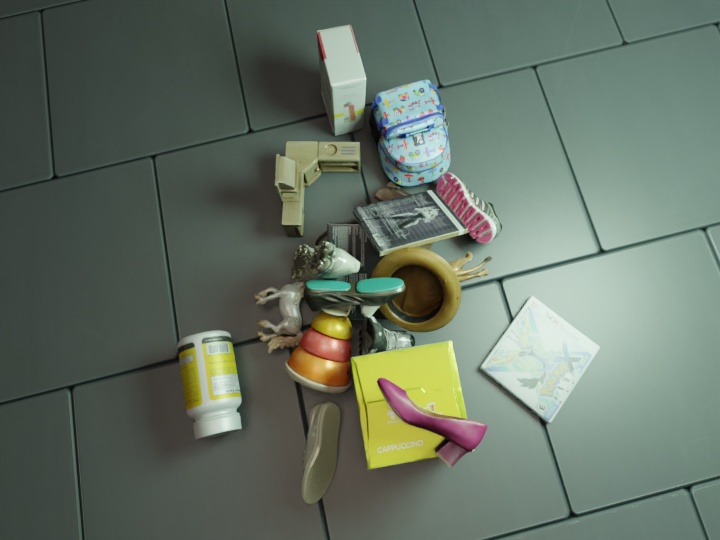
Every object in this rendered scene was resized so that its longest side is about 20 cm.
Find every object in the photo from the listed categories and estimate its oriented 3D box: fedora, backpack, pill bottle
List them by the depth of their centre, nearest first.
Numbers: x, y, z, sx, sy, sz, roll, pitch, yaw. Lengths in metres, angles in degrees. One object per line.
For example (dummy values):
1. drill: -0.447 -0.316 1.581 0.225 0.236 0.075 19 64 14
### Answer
1. fedora: 0.115 0.028 1.087 0.197 0.203 0.082 22 37 8
2. pill bottle: -0.310 0.237 1.123 0.112 0.115 0.204 -13 74 -2
3. backpack: 0.121 -0.307 1.249 0.179 0.135 0.204 -13 73 -3

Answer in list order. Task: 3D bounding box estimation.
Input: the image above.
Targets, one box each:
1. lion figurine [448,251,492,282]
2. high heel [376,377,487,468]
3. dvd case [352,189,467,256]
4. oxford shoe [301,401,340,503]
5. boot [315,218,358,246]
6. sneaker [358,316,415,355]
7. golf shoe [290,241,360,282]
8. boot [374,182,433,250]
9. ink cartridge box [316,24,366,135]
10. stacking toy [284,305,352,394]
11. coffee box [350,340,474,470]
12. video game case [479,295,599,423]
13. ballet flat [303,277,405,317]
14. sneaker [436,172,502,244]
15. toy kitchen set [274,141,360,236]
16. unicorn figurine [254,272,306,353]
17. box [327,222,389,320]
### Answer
1. lion figurine: 0.174 0.006 1.153 0.121 0.199 0.074 -15 84 -36
2. high heel: 0.121 0.235 0.928 0.200 0.067 0.096 45 91 -3
3. dvd case: 0.100 -0.102 1.114 0.196 0.016 0.150 -15 45 -17
4. oxford shoe: -0.087 0.370 1.112 0.057 0.074 0.205 2 79 45
5. boot: 0.006 -0.052 1.222 0.197 0.068 0.133 -23 81 -3
6. sneaker: 0.060 0.137 1.100 0.113 0.200 0.077 2 79 -6
7. golf shoe: -0.075 -0.006 1.092 0.096 0.199 0.080 17 82 -28
8. boot: 0.098 -0.118 1.191 0.164 0.073 0.200 30 33 10
9. ink cartridge box: -0.043 -0.435 1.258 0.082 0.200 0.148 -14 74 -6
10. stacking toy: -0.062 0.132 1.100 0.143 0.146 0.204 19 98 7
11. coffee box: 0.093 0.265 1.059 0.195 0.198 0.204 -9 74 -1
12. video game case: 0.386 0.187 1.164 0.181 0.022 0.201 38 79 11
13. ballet flat: -0.011 0.052 1.044 0.195 0.068 0.070 0 115 7
14. sneaker: 0.250 -0.141 1.231 0.201 0.087 0.074 54 124 25
15. toy kitchen set: -0.091 -0.199 1.211 0.176 0.163 0.205 1 75 2
16. unicorn figurine: -0.164 0.072 1.193 0.134 0.074 0.205 -6 88 -10
17. box: 0.000 0.000 1.166 0.138 0.079 0.205 1 96 4
